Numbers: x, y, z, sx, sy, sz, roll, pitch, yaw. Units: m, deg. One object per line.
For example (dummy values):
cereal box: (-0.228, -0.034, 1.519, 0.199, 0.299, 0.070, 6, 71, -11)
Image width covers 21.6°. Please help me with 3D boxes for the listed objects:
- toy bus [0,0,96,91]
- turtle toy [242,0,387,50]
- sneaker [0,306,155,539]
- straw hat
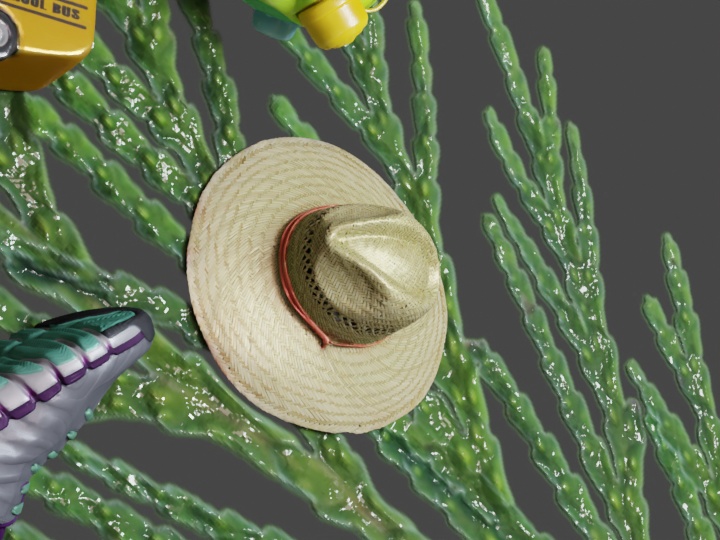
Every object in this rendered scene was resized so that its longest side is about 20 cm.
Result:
toy bus: (-0.245, -0.152, 1.026, 0.199, 0.065, 0.079, 13, 69, -33)
turtle toy: (-0.025, -0.222, 1.187, 0.200, 0.101, 0.146, -38, 101, -38)
sneaker: (-0.189, 0.092, 1.011, 0.199, 0.074, 0.088, -29, 112, -31)
straw hat: (0.000, 0.000, 1.154, 0.200, 0.085, 0.203, 11, 72, -34)
